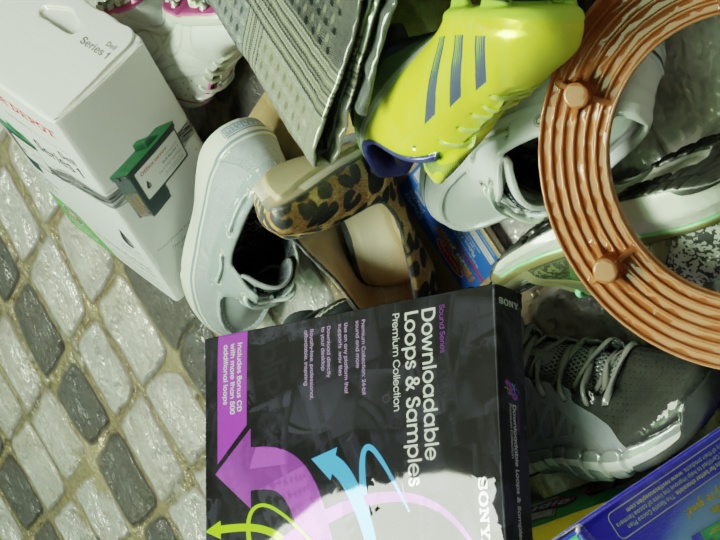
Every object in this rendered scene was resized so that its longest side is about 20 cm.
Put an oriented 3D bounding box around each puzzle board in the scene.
[{"bbox_3d":[0.008,-0.053,1.030,0.201,0.017,0.151,57,144,11],"label":"puzzle board"}]

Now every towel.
[{"bbox_3d":[-0.021,-0.179,0.842,0.200,0.034,0.194,59,139,47],"label":"towel"}]

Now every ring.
[{"bbox_3d":[0.173,-0.050,0.730,0.199,0.019,0.202,6,105,24],"label":"ring"}]

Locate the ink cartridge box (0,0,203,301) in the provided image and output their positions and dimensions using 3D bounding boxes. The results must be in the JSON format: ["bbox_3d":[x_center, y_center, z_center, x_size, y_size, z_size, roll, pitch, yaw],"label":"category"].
[{"bbox_3d":[-0.180,-0.093,1.129,0.146,0.084,0.200,33,162,38],"label":"ink cartridge box"}]

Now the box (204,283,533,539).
[{"bbox_3d":[0.000,0.094,0.894,0.199,0.036,0.144,-12,71,31],"label":"box"}]

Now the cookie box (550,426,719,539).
[{"bbox_3d":[0.198,0.182,0.786,0.201,0.170,0.075,57,147,12],"label":"cookie box"}]

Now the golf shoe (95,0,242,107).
[{"bbox_3d":[-0.100,-0.154,1.075,0.199,0.075,0.092,12,131,56],"label":"golf shoe"}]

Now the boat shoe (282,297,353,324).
[{"bbox_3d":[-0.029,0.060,1.090,0.066,0.074,0.200,59,166,22],"label":"boat shoe"}]

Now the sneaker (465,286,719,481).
[{"bbox_3d":[0.102,0.054,0.892,0.116,0.075,0.200,49,148,-12],"label":"sneaker"}]

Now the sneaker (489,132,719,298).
[{"bbox_3d":[0.142,-0.001,0.841,0.089,0.077,0.200,59,148,-6],"label":"sneaker"}]

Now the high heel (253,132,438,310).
[{"bbox_3d":[0.000,0.000,0.916,0.071,0.200,0.144,-13,98,18],"label":"high heel"}]

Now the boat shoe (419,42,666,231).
[{"bbox_3d":[0.085,-0.060,0.844,0.200,0.073,0.067,132,151,-55],"label":"boat shoe"}]

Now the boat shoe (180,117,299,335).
[{"bbox_3d":[-0.076,-0.010,1.101,0.072,0.070,0.202,53,152,32],"label":"boat shoe"}]

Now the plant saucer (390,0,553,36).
[{"bbox_3d":[0.041,-0.196,0.869,0.201,0.048,0.200,58,145,9],"label":"plant saucer"}]

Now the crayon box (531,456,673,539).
[{"bbox_3d":[0.113,0.219,0.907,0.058,0.199,0.174,-81,-30,-82],"label":"crayon box"}]

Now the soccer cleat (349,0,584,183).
[{"bbox_3d":[0.052,-0.087,0.788,0.200,0.064,0.085,171,97,-67],"label":"soccer cleat"}]
